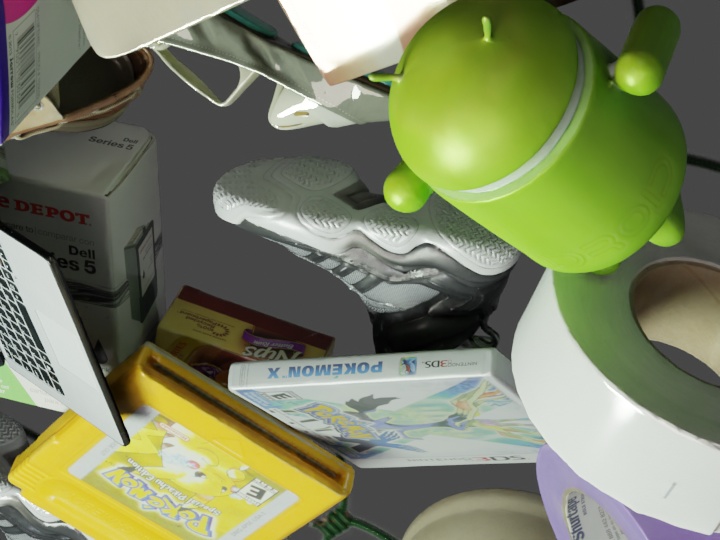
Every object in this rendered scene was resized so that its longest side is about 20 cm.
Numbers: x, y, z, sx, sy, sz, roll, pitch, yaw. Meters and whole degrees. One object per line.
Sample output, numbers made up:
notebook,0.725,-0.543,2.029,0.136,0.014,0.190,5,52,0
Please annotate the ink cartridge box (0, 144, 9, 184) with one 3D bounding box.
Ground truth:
ink cartridge box,-0.335,-0.108,1.222,0.200,0.048,0.146,-12,82,10

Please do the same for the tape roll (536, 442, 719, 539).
tape roll,0.199,0.177,1.190,0.085,0.200,0.200,-29,119,-12

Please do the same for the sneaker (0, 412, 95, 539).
sneaker,-0.274,0.186,1.472,0.200,0.075,0.114,28,128,-2

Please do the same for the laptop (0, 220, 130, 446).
laptop,-0.272,0.045,1.200,0.200,0.116,0.187,30,151,32

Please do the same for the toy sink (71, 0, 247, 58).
toy sink,-0.104,-0.236,1.041,0.130,0.112,0.200,-19,96,32

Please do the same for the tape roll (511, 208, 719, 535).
tape roll,0.192,0.054,1.100,0.202,0.202,0.071,26,130,3

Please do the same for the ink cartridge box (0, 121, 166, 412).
ink cartridge box,-0.216,-0.006,1.301,0.145,0.084,0.200,12,128,14

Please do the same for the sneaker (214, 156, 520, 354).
sneaker,0.000,0.000,1.211,0.200,0.075,0.114,12,125,11

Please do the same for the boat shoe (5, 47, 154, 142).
boat shoe,-0.214,-0.114,1.154,0.072,0.200,0.076,-20,91,51

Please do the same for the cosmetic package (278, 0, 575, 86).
cosmetic package,0.054,-0.188,1.053,0.200,0.087,0.103,-18,116,32

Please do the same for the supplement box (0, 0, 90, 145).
supplement box,-0.209,-0.174,1.100,0.103,0.200,0.101,15,128,13

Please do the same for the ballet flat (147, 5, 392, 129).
ballet flat,-0.055,-0.121,1.158,0.200,0.067,0.064,27,100,8

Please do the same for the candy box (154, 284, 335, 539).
candy box,-0.095,0.116,1.361,0.117,0.056,0.200,19,128,8

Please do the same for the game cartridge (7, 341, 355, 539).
game cartridge,-0.130,0.146,1.318,0.176,0.032,0.200,33,134,-18

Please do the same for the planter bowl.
planter bowl,0.103,0.274,1.344,0.200,0.135,0.200,11,127,14

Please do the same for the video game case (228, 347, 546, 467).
video game case,0.039,0.094,1.239,0.182,0.022,0.200,-5,158,25

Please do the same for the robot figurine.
robot figurine,0.097,-0.073,1.017,0.175,0.116,0.200,-25,141,32
